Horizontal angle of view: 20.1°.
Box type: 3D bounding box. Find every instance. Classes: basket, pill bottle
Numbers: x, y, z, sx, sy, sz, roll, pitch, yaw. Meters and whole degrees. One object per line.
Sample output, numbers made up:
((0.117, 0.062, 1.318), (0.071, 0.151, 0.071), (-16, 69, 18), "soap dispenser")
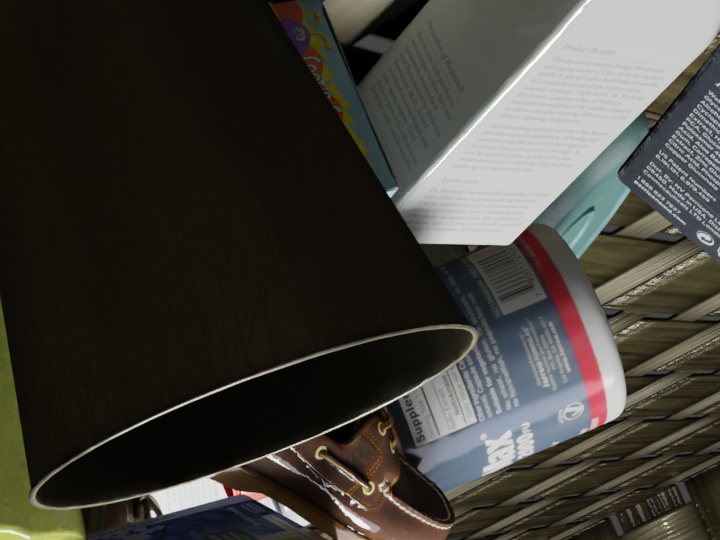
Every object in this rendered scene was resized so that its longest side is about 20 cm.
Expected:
((-0.073, -0.033, 0.791), (0.180, 0.201, 0.136), (-18, 164, -12), "basket")
((0.034, 0.064, 1.123), (0.199, 0.120, 0.120), (-23, 164, -7), "pill bottle")

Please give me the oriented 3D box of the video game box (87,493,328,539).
((-0.107, 0.168, 1.015), (0.182, 0.047, 0.200), (-16, -171, -20), "video game box")

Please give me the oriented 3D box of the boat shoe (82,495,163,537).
((-0.144, 0.151, 1.173), (0.062, 0.073, 0.200), (-11, 144, -18), "boat shoe")

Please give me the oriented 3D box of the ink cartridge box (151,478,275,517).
((-0.143, 0.109, 1.211), (0.199, 0.047, 0.198), (-16, 135, -14), "ink cartridge box")

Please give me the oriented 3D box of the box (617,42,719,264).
((0.255, -0.111, 1.009), (0.197, 0.117, 0.200), (-46, 174, -24), "box")

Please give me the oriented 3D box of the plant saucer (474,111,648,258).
((0.115, -0.020, 1.257), (0.200, 0.027, 0.200), (-45, 168, -12), "plant saucer")

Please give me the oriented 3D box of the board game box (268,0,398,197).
((-0.078, -0.030, 0.971), (0.103, 0.105, 0.200), (-13, 161, -27), "board game box")

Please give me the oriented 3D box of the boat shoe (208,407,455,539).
((-0.018, 0.086, 1.001), (0.200, 0.070, 0.070), (30, 105, -39), "boat shoe")

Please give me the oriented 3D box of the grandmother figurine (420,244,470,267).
((0.051, 0.003, 1.290), (0.200, 0.060, 0.122), (29, 83, -81), "grandmother figurine")

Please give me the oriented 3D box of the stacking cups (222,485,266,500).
((0.014, 0.093, 1.202), (0.199, 0.061, 0.061), (-20, 164, -16), "stacking cups")

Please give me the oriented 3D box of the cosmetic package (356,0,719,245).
((0.079, -0.097, 0.966), (0.101, 0.071, 0.200), (1, 145, -41), "cosmetic package")

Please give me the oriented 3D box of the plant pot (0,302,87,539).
((-0.216, 0.066, 0.946), (0.200, 0.185, 0.200), (-21, 164, -7), "plant pot")
